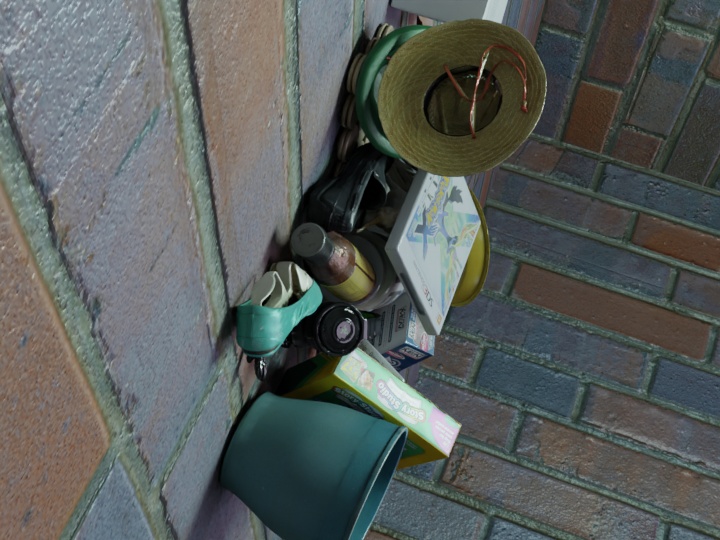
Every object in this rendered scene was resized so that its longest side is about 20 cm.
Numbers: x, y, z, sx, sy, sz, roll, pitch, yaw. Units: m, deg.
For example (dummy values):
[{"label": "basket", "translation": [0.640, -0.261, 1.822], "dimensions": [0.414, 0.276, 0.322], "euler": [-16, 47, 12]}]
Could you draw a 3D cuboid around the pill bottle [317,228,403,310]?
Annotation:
[{"label": "pill bottle", "translation": [0.000, 0.000, 1.471], "dimensions": [0.200, 0.114, 0.114], "euler": [4, 105, -80]}]

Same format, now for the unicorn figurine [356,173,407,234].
[{"label": "unicorn figurine", "translation": [0.050, -0.072, 1.414], "dimensions": [0.200, 0.137, 0.074], "euler": [29, 101, -41]}]

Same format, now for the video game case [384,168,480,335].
[{"label": "video game case", "translation": [0.100, -0.047, 1.383], "dimensions": [0.200, 0.022, 0.182], "euler": [-67, 147, -32]}]

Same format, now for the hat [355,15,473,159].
[{"label": "hat", "translation": [0.037, -0.242, 1.377], "dimensions": [0.200, 0.176, 0.166], "euler": [-8, 110, -30]}]

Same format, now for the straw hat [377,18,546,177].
[{"label": "straw hat", "translation": [0.126, -0.199, 1.280], "dimensions": [0.085, 0.201, 0.201], "euler": [29, 80, -78]}]

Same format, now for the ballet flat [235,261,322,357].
[{"label": "ballet flat", "translation": [-0.087, 0.029, 1.193], "dimensions": [0.200, 0.067, 0.071], "euler": [-54, 146, -66]}]

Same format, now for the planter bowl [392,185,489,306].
[{"label": "planter bowl", "translation": [0.101, -0.039, 1.579], "dimensions": [0.083, 0.200, 0.201], "euler": [-8, 129, -29]}]

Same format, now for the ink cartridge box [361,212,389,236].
[{"label": "ink cartridge box", "translation": [0.027, -0.016, 1.732], "dimensions": [0.116, 0.067, 0.200], "euler": [-38, 146, -72]}]

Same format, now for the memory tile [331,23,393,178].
[{"label": "memory tile", "translation": [0.001, -0.209, 1.368], "dimensions": [0.153, 0.017, 0.200], "euler": [-60, 165, -50]}]

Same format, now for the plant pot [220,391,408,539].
[{"label": "plant pot", "translation": [-0.066, 0.251, 1.338], "dimensions": [0.200, 0.188, 0.200], "euler": [-61, 167, -25]}]

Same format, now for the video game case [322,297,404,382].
[{"label": "video game case", "translation": [-0.002, 0.124, 1.529], "dimensions": [0.024, 0.182, 0.200], "euler": [-41, 163, -11]}]

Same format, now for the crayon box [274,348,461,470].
[{"label": "crayon box", "translation": [0.006, 0.190, 1.432], "dimensions": [0.172, 0.200, 0.058], "euler": [-29, -152, 53]}]

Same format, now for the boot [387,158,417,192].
[{"label": "boot", "translation": [0.081, -0.130, 1.477], "dimensions": [0.074, 0.200, 0.096], "euler": [-36, 173, -7]}]

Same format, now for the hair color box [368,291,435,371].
[{"label": "hair color box", "translation": [0.037, 0.115, 1.705], "dimensions": [0.200, 0.060, 0.100], "euler": [-31, -138, 46]}]

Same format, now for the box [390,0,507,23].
[{"label": "box", "translation": [0.130, -0.382, 1.430], "dimensions": [0.200, 0.124, 0.098], "euler": [-40, 147, -73]}]

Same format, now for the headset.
[{"label": "headset", "translation": [-0.059, 0.081, 1.297], "dimensions": [0.200, 0.123, 0.094], "euler": [-2, 96, -53]}]

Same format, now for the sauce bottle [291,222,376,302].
[{"label": "sauce bottle", "translation": [-0.033, -0.012, 1.271], "dimensions": [0.200, 0.066, 0.066], "euler": [47, 61, -68]}]

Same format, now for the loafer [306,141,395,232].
[{"label": "loafer", "translation": [0.003, -0.102, 1.327], "dimensions": [0.201, 0.070, 0.068], "euler": [-49, 158, -50]}]
